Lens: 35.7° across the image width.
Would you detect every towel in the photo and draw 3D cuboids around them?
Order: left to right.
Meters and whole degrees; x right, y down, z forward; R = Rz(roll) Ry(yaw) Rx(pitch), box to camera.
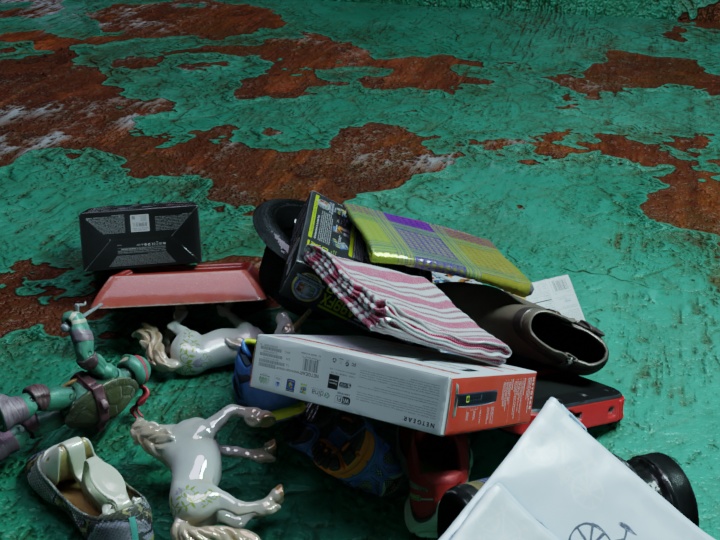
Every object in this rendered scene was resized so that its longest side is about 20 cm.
[{"bbox_3d":[0.041,0.025,1.052,0.145,0.030,0.200,18,12,-27],"label":"towel"},{"bbox_3d":[0.084,-0.021,1.222,0.198,0.023,0.144,13,20,-22],"label":"towel"}]

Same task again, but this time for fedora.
[{"bbox_3d":[-0.051,-0.002,1.329,0.199,0.092,0.201,26,24,-12],"label":"fedora"}]

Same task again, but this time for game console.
[{"bbox_3d":[0.159,0.124,1.154,0.176,0.031,0.199,17,12,42],"label":"game console"}]

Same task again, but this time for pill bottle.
[{"bbox_3d":[0.171,0.212,0.920,0.198,0.113,0.112,-10,27,-20],"label":"pill bottle"}]

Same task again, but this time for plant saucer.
[{"bbox_3d":[-0.211,0.015,1.347,0.197,0.037,0.200,-4,4,-3],"label":"plant saucer"}]

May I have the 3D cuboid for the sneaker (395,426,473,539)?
[{"bbox_3d":[0.075,0.164,1.054,0.076,0.086,0.200,-1,25,-3],"label":"sneaker"}]

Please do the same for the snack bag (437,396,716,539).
[{"bbox_3d":[0.165,0.219,0.836,0.188,0.021,0.200,41,59,9],"label":"snack bag"}]

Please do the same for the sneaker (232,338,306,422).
[{"bbox_3d":[-0.098,0.101,1.143,0.065,0.079,0.200,-15,5,-12],"label":"sneaker"}]

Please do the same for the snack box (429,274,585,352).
[{"bbox_3d":[0.168,0.059,1.303,0.198,0.073,0.024,-11,-17,-23],"label":"snack box"}]

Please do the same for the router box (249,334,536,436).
[{"bbox_3d":[0.033,0.098,1.003,0.198,0.049,0.179,10,2,32],"label":"router box"}]

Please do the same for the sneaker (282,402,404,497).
[{"bbox_3d":[-0.017,0.168,1.076,0.075,0.078,0.200,-47,20,-2],"label":"sneaker"}]

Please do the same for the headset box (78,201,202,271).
[{"bbox_3d":[-0.286,-0.048,1.468,0.147,0.078,0.200,-4,5,-11],"label":"headset box"}]

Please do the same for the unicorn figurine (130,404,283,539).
[{"bbox_3d":[-0.143,0.177,1.022,0.136,0.075,0.200,-5,27,-7],"label":"unicorn figurine"}]

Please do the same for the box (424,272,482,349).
[{"bbox_3d":[0.078,0.032,1.394,0.135,0.038,0.200,-10,27,-20],"label":"box"}]

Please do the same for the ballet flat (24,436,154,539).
[{"bbox_3d":[-0.248,0.191,1.017,0.072,0.073,0.200,-19,31,-35],"label":"ballet flat"}]

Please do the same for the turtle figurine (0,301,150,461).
[{"bbox_3d":[-0.281,0.113,1.113,0.100,0.151,0.199,36,43,29],"label":"turtle figurine"}]

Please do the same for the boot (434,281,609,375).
[{"bbox_3d":[0.170,0.057,1.199,0.198,0.071,0.146,19,-4,-4],"label":"boot"}]

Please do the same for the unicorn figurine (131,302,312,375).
[{"bbox_3d":[-0.150,0.077,1.274,0.198,0.074,0.137,-24,31,-11],"label":"unicorn figurine"}]

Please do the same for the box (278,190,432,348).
[{"bbox_3d":[0.000,0.000,1.206,0.159,0.045,0.200,26,23,-10],"label":"box"}]
